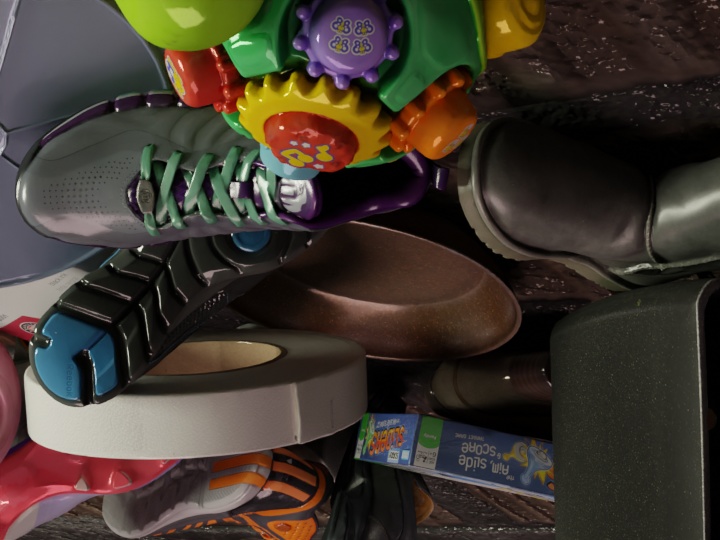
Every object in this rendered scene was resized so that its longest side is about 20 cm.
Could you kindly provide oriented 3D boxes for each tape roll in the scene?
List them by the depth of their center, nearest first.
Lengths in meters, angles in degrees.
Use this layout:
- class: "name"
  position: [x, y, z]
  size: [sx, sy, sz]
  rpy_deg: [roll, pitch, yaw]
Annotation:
- class: "tape roll"
  position: [-0.094, 0.068, 0.865]
  size: [0.201, 0.037, 0.203]
  rpy_deg: [-3, -173, 0]

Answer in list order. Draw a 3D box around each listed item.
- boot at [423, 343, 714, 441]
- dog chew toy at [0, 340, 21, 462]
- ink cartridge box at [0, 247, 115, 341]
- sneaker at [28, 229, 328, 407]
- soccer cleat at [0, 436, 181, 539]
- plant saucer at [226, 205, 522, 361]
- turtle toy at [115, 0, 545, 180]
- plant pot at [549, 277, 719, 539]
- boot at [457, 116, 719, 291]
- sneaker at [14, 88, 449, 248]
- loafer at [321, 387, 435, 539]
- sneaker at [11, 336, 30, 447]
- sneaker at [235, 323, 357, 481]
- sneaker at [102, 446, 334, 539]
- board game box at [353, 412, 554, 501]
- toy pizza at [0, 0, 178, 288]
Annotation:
- class: "boot"
  position: [0.146, 0.092, 1.004]
  size: [0.199, 0.071, 0.146]
  rpy_deg: [23, 160, -22]
- class: "dog chew toy"
  position: [-0.309, 0.075, 0.943]
  size: [0.199, 0.125, 0.124]
  rpy_deg: [10, 160, 37]
- class: "ink cartridge box"
  position: [-0.226, -0.036, 0.847]
  size: [0.199, 0.084, 0.145]
  rpy_deg: [23, 154, -26]
- class: "sneaker"
  position: [-0.089, -0.011, 0.777]
  size: [0.073, 0.200, 0.082]
  rpy_deg: [53, 177, -3]
- class: "soccer cleat"
  position: [-0.197, 0.132, 0.979]
  size: [0.199, 0.067, 0.076]
  rpy_deg: [-27, 177, 2]
- class: "plant saucer"
  position: [0.000, 0.000, 0.888]
  size: [0.199, 0.037, 0.201]
  rpy_deg: [9, 157, 4]
- class: "turtle toy"
  position: [-0.025, -0.101, 0.590]
  size: [0.145, 0.102, 0.200]
  rpy_deg: [-7, 151, 35]
- class: "plant pot"
  position: [0.202, 0.095, 0.779]
  size: [0.199, 0.201, 0.177]
  rpy_deg: [-4, -176, -27]
- class: "boot"
  position: [0.169, -0.039, 0.683]
  size: [0.199, 0.073, 0.181]
  rpy_deg: [-4, 167, 45]
- class: "sneaker"
  position: [-0.061, -0.048, 0.689]
  size: [0.198, 0.075, 0.088]
  rpy_deg: [-9, -166, -11]
- class: "loafer"
  position: [0.017, 0.162, 1.055]
  size: [0.072, 0.201, 0.073]
  rpy_deg: [18, 127, -2]
- class: "sneaker"
  position: [-0.221, 0.089, 1.034]
  size: [0.079, 0.074, 0.200]
  rpy_deg: [39, 121, -4]
- class: "sneaker"
  position: [-0.063, 0.099, 1.097]
  size: [0.080, 0.071, 0.201]
  rpy_deg: [16, 157, 31]
- class: "sneaker"
  position: [-0.099, 0.171, 1.085]
  size: [0.112, 0.078, 0.199]
  rpy_deg: [30, 152, -36]
- class: "board game box"
  position: [0.108, 0.131, 0.986]
  size: [0.198, 0.035, 0.135]
  rpy_deg: [14, 171, -13]
- class: "toy pizza"
  position: [-0.186, -0.072, 0.719]
  size: [0.199, 0.032, 0.201]
  rpy_deg: [-10, 134, -11]
